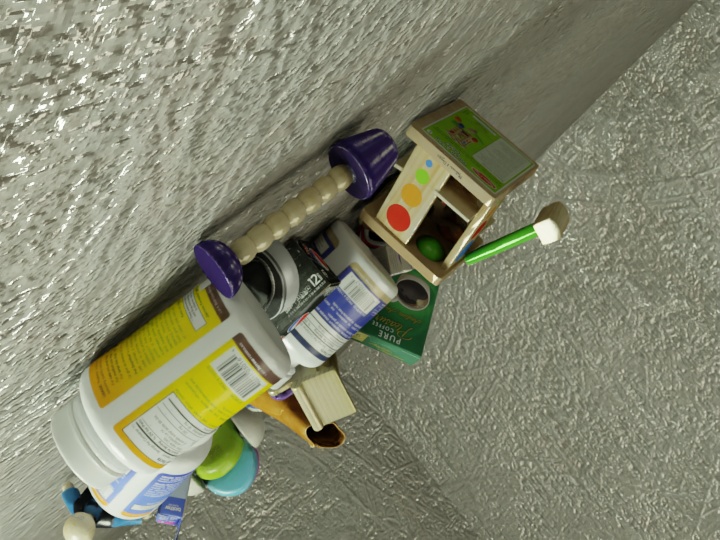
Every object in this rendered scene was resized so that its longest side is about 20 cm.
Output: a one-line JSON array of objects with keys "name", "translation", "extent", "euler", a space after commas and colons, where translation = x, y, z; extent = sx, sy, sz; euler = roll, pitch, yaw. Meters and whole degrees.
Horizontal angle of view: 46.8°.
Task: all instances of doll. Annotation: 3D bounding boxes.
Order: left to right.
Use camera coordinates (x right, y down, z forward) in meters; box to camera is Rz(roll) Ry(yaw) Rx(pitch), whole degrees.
[{"name": "doll", "translation": [-0.336, 0.298, 1.113], "extent": [0.200, 0.133, 0.050], "euler": [-59, 158, -66]}]

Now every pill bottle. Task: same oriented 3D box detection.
[{"name": "pill bottle", "translation": [-0.252, 0.215, 1.033], "extent": [0.200, 0.113, 0.112], "euler": [-45, 173, 34]}, {"name": "pill bottle", "translation": [-0.165, 0.098, 0.725], "extent": [0.198, 0.110, 0.109], "euler": [-35, 174, -1]}, {"name": "pill bottle", "translation": [-0.061, 0.047, 1.037], "extent": [0.199, 0.120, 0.120], "euler": [-41, 174, 6]}]

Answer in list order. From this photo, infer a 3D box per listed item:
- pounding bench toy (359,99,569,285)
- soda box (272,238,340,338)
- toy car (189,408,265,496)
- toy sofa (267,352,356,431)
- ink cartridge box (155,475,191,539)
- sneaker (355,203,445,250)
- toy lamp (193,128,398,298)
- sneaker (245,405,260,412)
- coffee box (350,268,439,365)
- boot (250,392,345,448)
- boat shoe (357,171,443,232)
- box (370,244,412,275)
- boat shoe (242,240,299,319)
[{"name": "pounding bench toy", "translation": [0.124, -0.061, 0.963], "extent": [0.124, 0.199, 0.157], "euler": [-34, 161, -49]}, {"name": "soda box", "translation": [-0.118, 0.056, 0.955], "extent": [0.200, 0.071, 0.063], "euler": [-43, 171, 8]}, {"name": "toy car", "translation": [-0.231, 0.297, 1.375], "extent": [0.174, 0.151, 0.200], "euler": [-38, -155, -10]}, {"name": "toy sofa", "translation": [-0.072, 0.121, 1.151], "extent": [0.096, 0.084, 0.201], "euler": [-22, -147, 5]}, {"name": "ink cartridge box", "translation": [-0.257, 0.285, 1.182], "extent": [0.120, 0.041, 0.205], "euler": [126, -28, -65]}, {"name": "sneaker", "translation": [0.073, -0.086, 1.194], "extent": [0.199, 0.072, 0.113], "euler": [-38, 177, -13]}, {"name": "toy lamp", "translation": [-0.047, -0.055, 0.704], "extent": [0.199, 0.058, 0.058], "euler": [-39, 174, -22]}, {"name": "sneaker", "translation": [-0.119, 0.138, 1.281], "extent": [0.199, 0.078, 0.090], "euler": [-35, 153, -37]}, {"name": "coffee box", "translation": [0.055, 0.026, 1.253], "extent": [0.044, 0.121, 0.204], "euler": [134, -25, -61]}, {"name": "boot", "translation": [-0.112, 0.176, 1.152], "extent": [0.200, 0.144, 0.072], "euler": [30, 95, -42]}, {"name": "boat shoe", "translation": [0.072, -0.098, 1.114], "extent": [0.199, 0.068, 0.072], "euler": [-36, 172, -46]}, {"name": "box", "translation": [0.000, 0.000, 1.162], "extent": [0.038, 0.042, 0.199], "euler": [-12, 176, -33]}, {"name": "boat shoe", "translation": [-0.123, 0.033, 0.827], "extent": [0.066, 0.070, 0.200], "euler": [-39, -179, -33]}]
